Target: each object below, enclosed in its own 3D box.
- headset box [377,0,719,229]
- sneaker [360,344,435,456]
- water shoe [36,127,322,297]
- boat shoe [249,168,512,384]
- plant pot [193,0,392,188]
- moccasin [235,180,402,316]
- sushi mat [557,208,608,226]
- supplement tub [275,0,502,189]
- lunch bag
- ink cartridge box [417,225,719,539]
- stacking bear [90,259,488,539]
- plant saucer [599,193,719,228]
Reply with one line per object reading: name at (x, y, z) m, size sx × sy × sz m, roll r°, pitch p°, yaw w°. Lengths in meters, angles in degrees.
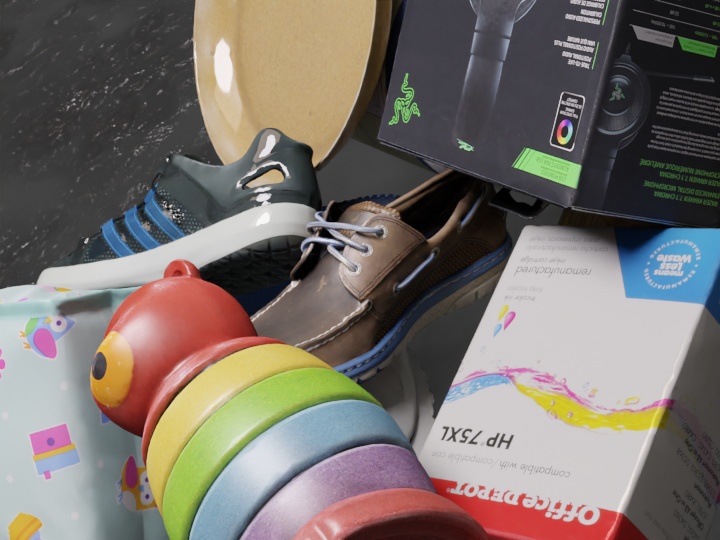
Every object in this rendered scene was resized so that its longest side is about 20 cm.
headset box at (0.102, -0.124, 0.713) m, size 0.174 × 0.092 × 0.202 m, roll 28°, pitch 109°, yaw 57°
sneaker at (-0.017, 0.088, 0.751) m, size 0.076 × 0.081 × 0.201 m, roll -19°, pitch 38°, yaw 27°
water shoe at (-0.099, -0.022, 0.846) m, size 0.199 × 0.071 × 0.080 m, roll -13°, pitch 66°, yaw 33°
boat shoe at (0.000, 0.000, 0.770) m, size 0.072 × 0.073 × 0.200 m, roll 13°, pitch 32°, yaw 39°
plant pot at (-0.038, -0.145, 0.855) m, size 0.199 × 0.027 × 0.202 m, roll -2°, pitch 88°, yaw 57°
moccasin at (-0.052, -0.013, 0.890) m, size 0.199 × 0.081 × 0.069 m, roll -17°, pitch 48°, yaw 26°
sushi mat at (0.153, -0.041, 0.798) m, size 0.095 × 0.012 × 0.201 m, roll -2°, pitch 49°, yaw 39°
supplement tub at (0.037, -0.139, 0.898) m, size 0.145 × 0.145 × 0.200 m, roll -46°, pitch 36°, yaw -12°
lunch bag at (-0.182, 0.095, 0.795) m, size 0.199 × 0.172 × 0.122 m, roll -6°, pitch 2°, yaw 37°
ink cartridge box at (0.095, 0.080, 0.661) m, size 0.116 × 0.067 × 0.201 m, roll 2°, pitch 56°, yaw 43°
stacking bear at (-0.047, 0.078, 0.637) m, size 0.200 × 0.113 × 0.122 m, roll 46°, pitch 126°, yaw 36°
plant saucer at (0.160, -0.105, 0.731) m, size 0.200 × 0.029 × 0.202 m, roll -15°, pitch 73°, yaw 56°
